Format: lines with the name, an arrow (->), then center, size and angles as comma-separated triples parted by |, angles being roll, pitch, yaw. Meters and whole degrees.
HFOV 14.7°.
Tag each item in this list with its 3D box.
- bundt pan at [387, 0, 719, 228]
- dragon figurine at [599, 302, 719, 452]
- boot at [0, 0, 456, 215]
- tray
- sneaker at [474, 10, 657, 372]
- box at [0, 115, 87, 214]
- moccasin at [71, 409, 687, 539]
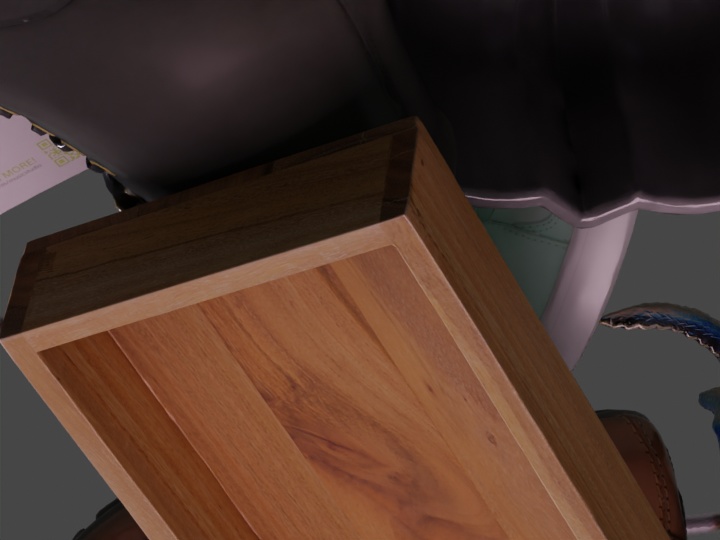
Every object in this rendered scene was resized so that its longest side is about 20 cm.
bundt pan -> 0.066, -0.108, 0.650 | 0.201, 0.076, 0.203 | -6, 135, -6
dragon figurine -> 0.139, 0.086, 0.877 | 0.059, 0.100, 0.200 | -12, 146, 24
boot -> -0.086, -0.046, 0.605 | 0.199, 0.078, 0.139 | -6, 138, 18
tray -> 0.012, 0.059, 0.645 | 0.098, 0.037, 0.200 | -16, 127, 22
sneaker -> 0.000, 0.000, 0.770 | 0.118, 0.074, 0.201 | 22, 117, -8
box -> -0.165, -0.064, 0.675 | 0.144, 0.036, 0.200 | -26, 140, 14
moccasin -> 0.005, 0.095, 0.872 | 0.200, 0.078, 0.074 | -2, 146, -14
